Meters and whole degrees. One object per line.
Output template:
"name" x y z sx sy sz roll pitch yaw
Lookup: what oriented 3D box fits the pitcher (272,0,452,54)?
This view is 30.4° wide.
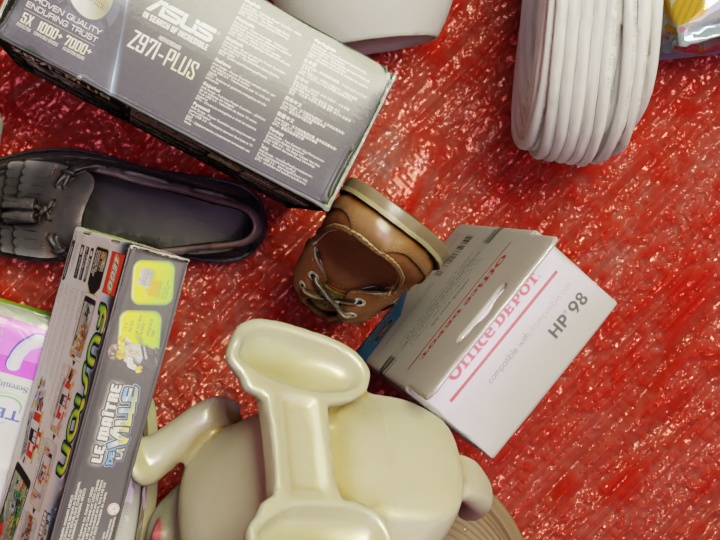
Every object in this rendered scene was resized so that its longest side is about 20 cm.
"pitcher" -0.015 -0.231 0.772 0.121 0.171 0.201 -6 94 23

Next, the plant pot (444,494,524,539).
"plant pot" 0.021 0.219 0.840 0.200 0.093 0.202 -1 94 -9

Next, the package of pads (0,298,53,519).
"package of pads" -0.281 0.079 0.791 0.199 0.068 0.155 17 90 -10

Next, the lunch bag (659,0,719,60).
"lunch bag" 0.271 -0.229 0.843 0.199 0.127 0.170 -10 93 -1

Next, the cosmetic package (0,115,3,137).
"cosmetic package" -0.257 0.006 0.720 0.101 0.074 0.201 7 91 -13

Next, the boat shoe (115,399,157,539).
"boat shoe" -0.169 0.173 0.812 0.068 0.075 0.201 10 92 -16

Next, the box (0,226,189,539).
"box" -0.154 0.081 0.732 0.035 0.110 0.201 15 90 -28

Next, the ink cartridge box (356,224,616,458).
"ink cartridge box" 0.073 0.038 0.784 0.067 0.200 0.116 40 86 -11

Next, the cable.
"cable" 0.133 -0.162 0.785 0.069 0.200 0.201 4 98 2

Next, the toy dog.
"toy dog" -0.046 0.131 0.743 0.193 0.200 0.140 1 62 -36

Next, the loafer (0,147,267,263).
"loafer" -0.154 -0.038 0.809 0.199 0.063 0.072 3 92 -10

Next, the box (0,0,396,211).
"box" -0.098 -0.117 0.764 0.200 0.164 0.086 27 89 -10

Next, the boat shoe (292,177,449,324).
"boat shoe" 0.000 0.000 0.768 0.072 0.200 0.068 39 83 3
